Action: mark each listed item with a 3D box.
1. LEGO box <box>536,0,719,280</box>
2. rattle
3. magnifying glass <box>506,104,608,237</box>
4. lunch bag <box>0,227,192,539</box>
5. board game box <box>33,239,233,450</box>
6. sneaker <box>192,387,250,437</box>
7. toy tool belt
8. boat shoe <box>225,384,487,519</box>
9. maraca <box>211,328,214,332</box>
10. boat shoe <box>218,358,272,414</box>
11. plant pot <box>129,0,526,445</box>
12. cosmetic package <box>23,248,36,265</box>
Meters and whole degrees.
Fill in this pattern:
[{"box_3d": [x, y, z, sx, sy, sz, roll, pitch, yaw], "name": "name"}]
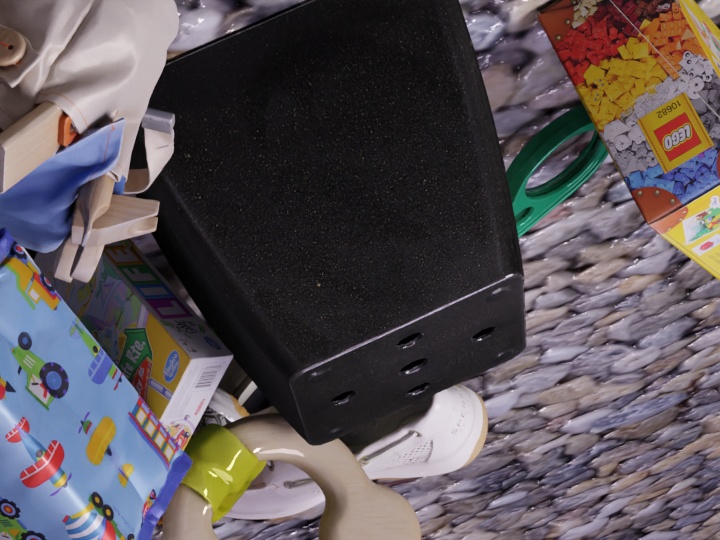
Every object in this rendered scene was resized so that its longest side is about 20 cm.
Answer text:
[{"box_3d": [0.197, -0.085, 1.483, 0.077, 0.149, 0.200, -31, 159, 14], "name": "LEGO box"}, {"box_3d": [-0.032, 0.163, 1.447, 0.199, 0.131, 0.143, 14, 151, -21], "name": "rattle"}, {"box_3d": [0.097, -0.034, 1.630, 0.079, 0.022, 0.200, -6, 140, -52], "name": "magnifying glass"}, {"box_3d": [-0.209, 0.093, 1.181, 0.199, 0.151, 0.094, -23, -155, 30], "name": "lunch bag"}, {"box_3d": [-0.161, 0.084, 1.410, 0.034, 0.134, 0.200, -4, 130, -48], "name": "board game box"}, {"box_3d": [-0.124, 0.100, 1.561, 0.075, 0.088, 0.200, 2, 142, 27], "name": "sneaker"}, {"box_3d": [-0.150, -0.054, 1.171, 0.124, 0.123, 0.200, 14, 154, 2], "name": "toy tool belt"}, {"box_3d": [-0.026, 0.096, 1.478, 0.199, 0.071, 0.069, -17, 150, 25], "name": "boat shoe"}, {"box_3d": [0.000, 0.000, 1.518, 0.199, 0.137, 0.107, -29, 117, -20], "name": "maraca"}, {"box_3d": [-0.093, 0.086, 1.674, 0.067, 0.072, 0.200, 0, 145, -48], "name": "boat shoe"}, {"box_3d": [-0.005, -0.023, 1.361, 0.199, 0.178, 0.200, -25, 160, -5], "name": "plant pot"}, {"box_3d": [-0.237, 0.090, 1.286, 0.199, 0.200, 0.123, -31, -162, 13], "name": "cosmetic package"}]
